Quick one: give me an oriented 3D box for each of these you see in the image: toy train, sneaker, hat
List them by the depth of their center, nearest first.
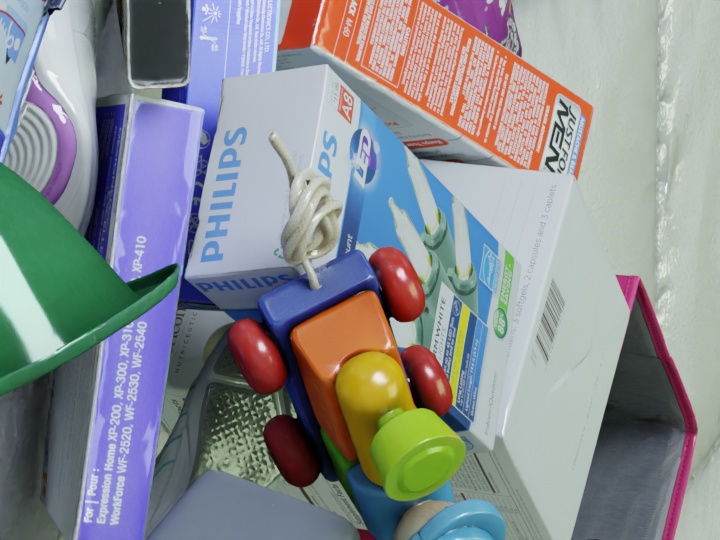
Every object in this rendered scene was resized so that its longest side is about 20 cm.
[{"bbox_3d":[-0.172,-0.037,1.055,0.165,0.200,0.176,-30,96,-24],"label":"hat"},{"bbox_3d":[0.003,0.045,1.229,0.116,0.084,0.200,56,-11,39],"label":"toy train"},{"bbox_3d":[-0.134,-0.095,1.298,0.100,0.075,0.201,-29,123,-63],"label":"sneaker"},{"bbox_3d":[-0.075,0.097,1.395,0.070,0.080,0.201,33,73,-23],"label":"sneaker"}]

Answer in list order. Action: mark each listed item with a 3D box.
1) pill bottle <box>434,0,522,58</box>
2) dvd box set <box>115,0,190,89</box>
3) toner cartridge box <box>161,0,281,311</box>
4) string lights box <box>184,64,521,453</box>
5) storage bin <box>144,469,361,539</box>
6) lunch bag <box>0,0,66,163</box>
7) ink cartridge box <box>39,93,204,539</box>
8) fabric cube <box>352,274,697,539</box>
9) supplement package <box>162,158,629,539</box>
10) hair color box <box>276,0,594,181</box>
[{"bbox_3d":[0.030,-0.140,1.652,0.200,0.112,0.113,72,33,-47],"label":"pill bottle"},{"bbox_3d":[-0.094,-0.174,1.313,0.200,0.029,0.147,-112,-158,-73],"label":"dvd box set"},{"bbox_3d":[-0.068,-0.082,1.398,0.095,0.043,0.201,174,-79,-80],"label":"toner cartridge box"},{"bbox_3d":[0.000,0.000,1.362,0.200,0.059,0.103,43,50,-51],"label":"string lights box"},{"bbox_3d":[-0.045,0.192,1.278,0.134,0.145,0.200,-54,148,-30],"label":"storage bin"},{"bbox_3d":[-0.178,-0.111,1.082,0.200,0.075,0.161,47,56,-60],"label":"lunch bag"},{"bbox_3d":[-0.107,0.022,1.318,0.200,0.043,0.199,-165,-98,-80],"label":"ink cartridge box"},{"bbox_3d":[0.063,0.121,1.696,0.200,0.199,0.197,61,40,-56],"label":"fabric cube"},{"bbox_3d":[0.016,0.040,1.547,0.151,0.199,0.152,61,41,-56],"label":"supplement package"},{"bbox_3d":[0.013,-0.095,1.526,0.200,0.111,0.064,30,67,-40],"label":"hair color box"}]
